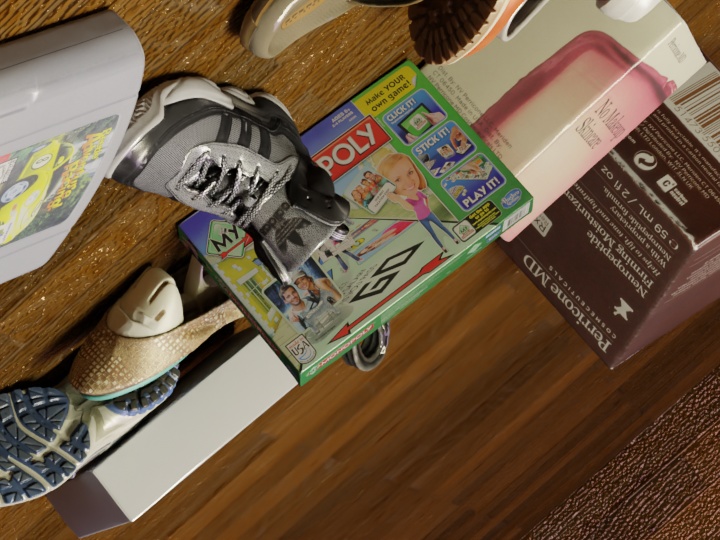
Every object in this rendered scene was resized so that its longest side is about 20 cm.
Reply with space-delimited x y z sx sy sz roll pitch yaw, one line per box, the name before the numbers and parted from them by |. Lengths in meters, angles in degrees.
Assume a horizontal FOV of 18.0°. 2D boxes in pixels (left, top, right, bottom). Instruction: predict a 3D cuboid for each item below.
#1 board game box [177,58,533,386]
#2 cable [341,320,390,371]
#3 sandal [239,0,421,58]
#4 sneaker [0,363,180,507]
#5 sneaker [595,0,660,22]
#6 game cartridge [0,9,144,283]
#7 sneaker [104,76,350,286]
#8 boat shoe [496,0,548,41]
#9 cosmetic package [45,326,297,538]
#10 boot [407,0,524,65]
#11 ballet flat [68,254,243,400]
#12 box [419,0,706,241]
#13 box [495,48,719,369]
board game box | -0.003 -0.034 1.516 0.200 0.135 0.029 -37 164 -14
cable | 0.000 0.000 1.629 0.097 0.050 0.201 -45 139 -47
sandal | 0.019 -0.180 1.329 0.200 0.054 0.080 -38 163 -11
sneaker | -0.211 0.118 1.556 0.200 0.077 0.085 -28 164 -35
sneaker | 0.243 -0.213 1.525 0.200 0.116 0.074 -55 -167 -32
game cartridge | -0.191 -0.053 1.227 0.133 0.041 0.200 -31 161 -43
sneaker | -0.072 -0.051 1.353 0.076 0.114 0.200 -47 163 20
boat shoe | 0.149 -0.228 1.476 0.200 0.066 0.072 -39 163 -7
cosmetic package | -0.126 0.111 1.655 0.200 0.052 0.151 -39 -177 -23
boot | 0.112 -0.202 1.408 0.107 0.075 0.200 2 136 -45
ballet flat | -0.119 0.016 1.543 0.200 0.070 0.065 -33 135 -33
box | 0.131 -0.132 1.609 0.200 0.109 0.128 -42 163 7
box | 0.253 -0.057 1.972 0.164 0.166 0.200 -31 160 -33
